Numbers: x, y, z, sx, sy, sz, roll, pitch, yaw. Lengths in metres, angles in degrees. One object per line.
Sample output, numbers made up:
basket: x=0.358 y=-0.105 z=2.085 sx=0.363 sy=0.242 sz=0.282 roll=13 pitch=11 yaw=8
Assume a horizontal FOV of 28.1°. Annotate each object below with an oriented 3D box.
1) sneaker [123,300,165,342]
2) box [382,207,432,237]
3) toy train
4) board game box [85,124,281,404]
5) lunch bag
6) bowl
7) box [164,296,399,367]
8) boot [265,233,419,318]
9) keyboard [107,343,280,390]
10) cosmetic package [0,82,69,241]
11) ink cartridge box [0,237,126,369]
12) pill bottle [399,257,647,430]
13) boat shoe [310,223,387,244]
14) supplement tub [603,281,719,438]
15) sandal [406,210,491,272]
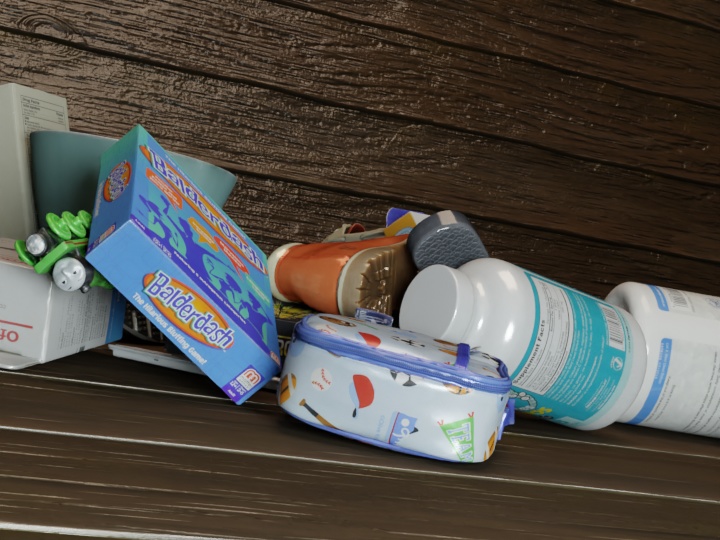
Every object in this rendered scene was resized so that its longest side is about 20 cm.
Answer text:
sneaker: x=-0.190 y=0.035 z=1.327 sx=0.080 sy=0.074 sz=0.200 roll=-5 pitch=-10 yaw=29
box: x=0.094 y=0.022 z=1.370 sx=0.041 sy=0.200 sz=0.119 roll=-31 pitch=-19 yaw=26
toy train: x=-0.188 y=-0.013 z=1.030 sx=0.056 sy=0.042 sz=0.200 roll=51 pitch=10 yaw=2
board game box: x=-0.127 y=-0.010 z=1.041 sx=0.152 sy=0.045 sz=0.200 roll=47 pitch=11 yaw=-23
lunch bag: x=0.031 y=0.077 z=0.986 sx=0.160 sy=0.076 sz=0.200 roll=13 pitch=3 yaw=5
bowl: x=-0.226 y=-0.059 z=1.365 sx=0.201 sy=0.105 sz=0.201 roll=12 pitch=-6 yaw=1
box: x=-0.057 y=0.050 z=1.214 sx=0.161 sy=0.049 sz=0.200 roll=11 pitch=6 yaw=11
boot: x=0.000 y=0.000 z=1.211 sx=0.107 sy=0.075 sz=0.200 roll=8 pitch=5 yaw=27
keyboard: x=-0.097 y=0.080 z=1.127 sx=0.200 sy=0.011 sz=0.056 roll=11 pitch=2 yaw=13
cosmetic package: x=-0.335 y=-0.075 z=1.418 sx=0.073 sy=0.200 sz=0.104 roll=-10 pitch=-6 yaw=19
ink cartridge box: x=-0.258 y=0.020 z=1.055 sx=0.116 sy=0.067 sz=0.200 roll=10 pitch=5 yaw=9
pill bottle: x=0.128 y=0.056 z=1.159 sx=0.200 sy=0.111 sz=0.111 roll=20 pitch=-4 yaw=-34
boat shoe: x=-0.005 y=-0.017 z=1.483 sx=0.071 sy=0.063 sz=0.200 roll=11 pitch=0 yaw=-24
supplement tub: x=0.323 y=0.089 z=1.335 sx=0.200 sy=0.132 sz=0.132 roll=11 pitch=2 yaw=-11
sandal: x=0.093 y=0.017 z=1.217 sx=0.076 sy=0.200 sz=0.043 roll=-24 pitch=44 yaw=-1
